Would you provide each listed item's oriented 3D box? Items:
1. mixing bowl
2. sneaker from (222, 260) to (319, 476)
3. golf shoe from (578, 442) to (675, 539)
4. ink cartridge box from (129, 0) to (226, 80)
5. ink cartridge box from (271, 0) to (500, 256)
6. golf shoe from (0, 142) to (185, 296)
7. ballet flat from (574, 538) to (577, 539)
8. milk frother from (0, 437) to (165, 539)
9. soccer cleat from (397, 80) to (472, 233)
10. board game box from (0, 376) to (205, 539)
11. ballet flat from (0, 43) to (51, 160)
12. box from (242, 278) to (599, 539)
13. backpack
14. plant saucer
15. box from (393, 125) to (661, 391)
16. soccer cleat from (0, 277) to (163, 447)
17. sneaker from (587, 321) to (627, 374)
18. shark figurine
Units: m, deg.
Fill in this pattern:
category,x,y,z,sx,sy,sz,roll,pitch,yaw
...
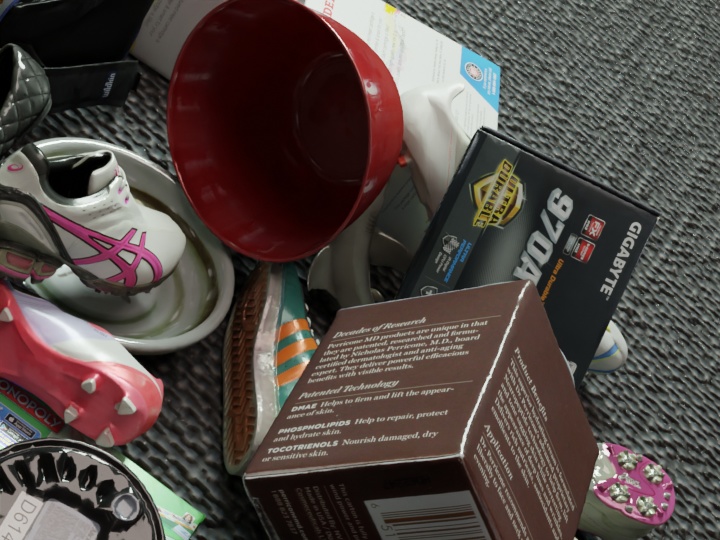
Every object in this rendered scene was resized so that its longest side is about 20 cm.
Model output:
category,x,y,z,sx,sy,sz,roll,pitch,yaw
mixing bowl,-0.040,-0.113,1.177,0.108,0.200,0.200,-15,63,-51
sneaker,-0.056,0.077,1.163,0.080,0.071,0.200,22,48,-25
golf shoe,0.152,0.162,1.240,0.200,0.092,0.075,32,52,7
ink cartridge box,-0.173,-0.265,1.333,0.200,0.145,0.083,35,37,-7
ink cartridge box,0.001,-0.137,1.349,0.200,0.145,0.147,27,40,-15
golf shoe,-0.178,-0.035,1.044,0.073,0.092,0.200,47,19,24
ballet flat,0.153,0.239,1.175,0.067,0.064,0.200,11,47,-32
milk frother,-0.232,0.161,0.831,0.200,0.188,0.180,46,60,2
soccer cleat,0.084,-0.058,1.252,0.069,0.077,0.200,-114,-179,-72
board game box,-0.213,0.150,0.994,0.200,0.029,0.135,37,38,-3
ballet flat,-0.292,-0.080,1.091,0.200,0.066,0.057,-59,136,-31
box,0.050,0.136,1.066,0.166,0.164,0.200,66,30,-25
backpack,-0.251,-0.221,1.201,0.154,0.200,0.190,37,42,11
plant saucer,-0.193,-0.009,1.146,0.200,0.050,0.200,22,41,-21
box,0.118,0.011,1.189,0.159,0.200,0.046,27,-5,0
soccer cleat,-0.219,0.044,1.028,0.200,0.067,0.076,37,16,0
sneaker,0.136,0.058,1.341,0.200,0.076,0.105,29,51,-2
shark figurine,-0.005,0.021,1.246,0.089,0.128,0.215,-20,93,-57
